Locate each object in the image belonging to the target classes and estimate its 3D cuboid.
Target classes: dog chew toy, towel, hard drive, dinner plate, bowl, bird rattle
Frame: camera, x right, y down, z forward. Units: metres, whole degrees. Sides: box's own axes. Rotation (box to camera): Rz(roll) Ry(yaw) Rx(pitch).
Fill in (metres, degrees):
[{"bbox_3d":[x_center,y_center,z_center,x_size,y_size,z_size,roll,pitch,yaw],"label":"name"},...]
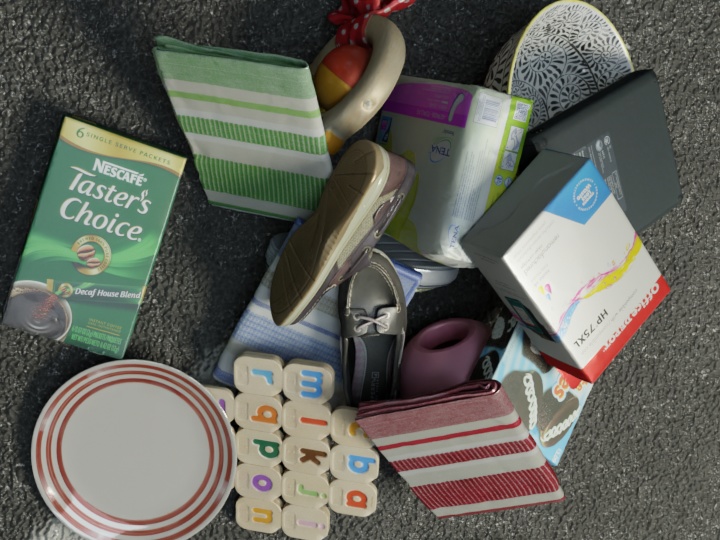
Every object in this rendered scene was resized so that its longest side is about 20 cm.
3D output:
[{"bbox_3d":[0.110,0.153,1.106,0.123,0.125,0.203,-22,112,-10],"label":"dog chew toy"},{"bbox_3d":[-0.043,0.054,1.056,0.145,0.024,0.202,22,117,-18],"label":"towel"},{"bbox_3d":[0.231,-0.092,1.029,0.199,0.033,0.142,-30,110,-35],"label":"hard drive"},{"bbox_3d":[-0.218,0.178,1.053,0.196,0.024,0.204,-2,108,-5],"label":"dinner plate"},{"bbox_3d":[0.178,-0.154,1.065,0.198,0.093,0.205,-1,91,-40],"label":"bowl"},{"bbox_3d":[-0.093,-0.116,0.952,0.202,0.150,0.024,76,33,-51],"label":"towel"},{"bbox_3d":[0.098,0.172,1.021,0.142,0.023,0.201,-12,137,23],"label":"towel"},{"bbox_3d":[-0.009,-0.182,0.997,0.199,0.164,0.113,-41,126,5],"label":"bird rattle"}]

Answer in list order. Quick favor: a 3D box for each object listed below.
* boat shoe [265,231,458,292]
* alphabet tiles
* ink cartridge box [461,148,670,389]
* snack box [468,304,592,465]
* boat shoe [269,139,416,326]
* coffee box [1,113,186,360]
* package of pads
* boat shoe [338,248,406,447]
[{"bbox_3d":[0.000,0.000,1.081,0.196,0.072,0.063,4,124,-13],"label":"boat shoe"},{"bbox_3d":[-0.076,0.174,1.062,0.192,0.015,0.204,7,115,9],"label":"alphabet tiles"},{"bbox_3d":[0.189,0.010,0.940,0.116,0.067,0.201,-46,119,-11],"label":"ink cartridge box"},{"bbox_3d":[0.183,0.069,1.045,0.116,0.037,0.202,35,74,-28],"label":"snack box"},{"bbox_3d":[-0.017,-0.024,0.957,0.064,0.072,0.201,12,124,-31],"label":"boat shoe"},{"bbox_3d":[-0.248,-0.031,1.010,0.121,0.044,0.203,19,95,-17],"label":"coffee box"},{"bbox_3d":[0.070,-0.094,1.004,0.067,0.200,0.158,10,98,-23],"label":"package of pads"},{"bbox_3d":[0.013,0.077,1.028,0.065,0.057,0.203,-3,121,-3],"label":"boat shoe"}]
